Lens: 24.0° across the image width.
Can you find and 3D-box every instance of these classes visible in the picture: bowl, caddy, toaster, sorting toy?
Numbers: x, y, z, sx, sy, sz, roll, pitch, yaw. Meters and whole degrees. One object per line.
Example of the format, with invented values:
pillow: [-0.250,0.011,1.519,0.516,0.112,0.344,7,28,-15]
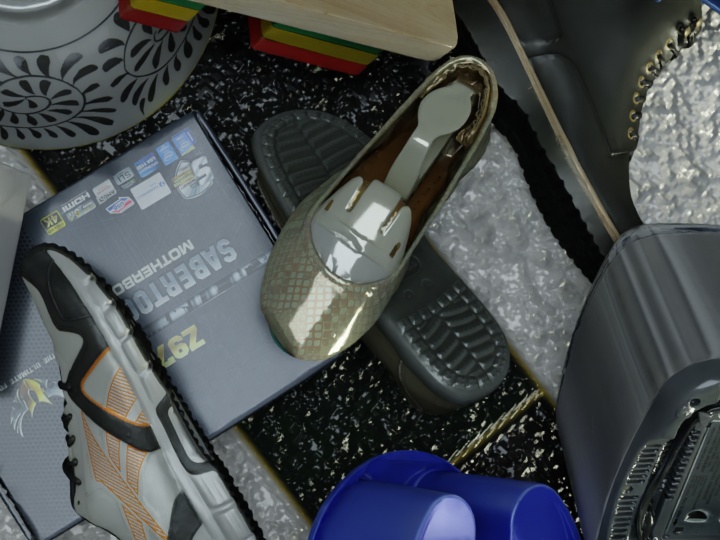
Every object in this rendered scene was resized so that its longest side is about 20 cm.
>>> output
bowl: [-0.177,-0.171,0.917,0.200,0.094,0.202,0,86,-1]
caddy: [0.039,0.193,0.875,0.141,0.105,0.201,1,83,-39]
toaster: [0.169,0.065,0.856,0.113,0.201,0.129,0,40,-13]
sorting toy: [-0.059,-0.208,0.896,0.199,0.070,0.200,9,62,-33]

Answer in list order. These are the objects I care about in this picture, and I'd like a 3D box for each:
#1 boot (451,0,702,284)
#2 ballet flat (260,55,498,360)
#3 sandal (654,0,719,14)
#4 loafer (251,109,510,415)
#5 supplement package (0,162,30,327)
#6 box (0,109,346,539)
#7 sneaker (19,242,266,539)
boot: [0.152,-0.090,0.932,0.138,0.077,0.201,-28,87,-9]
ballet flat: [0.011,-0.041,0.863,0.067,0.062,0.200,31,55,3]
sandal: [0.210,-0.162,0.906,0.199,0.079,0.087,16,56,-24]
loafer: [0.000,0.000,0.916,0.075,0.070,0.200,-21,67,-30]
supplement package: [-0.290,-0.014,0.852,0.199,0.120,0.122,7,83,24]
box: [-0.130,0.031,0.921,0.200,0.051,0.158,-31,88,-3]
sneaker: [-0.126,0.080,0.857,0.080,0.074,0.200,-29,90,-2]
